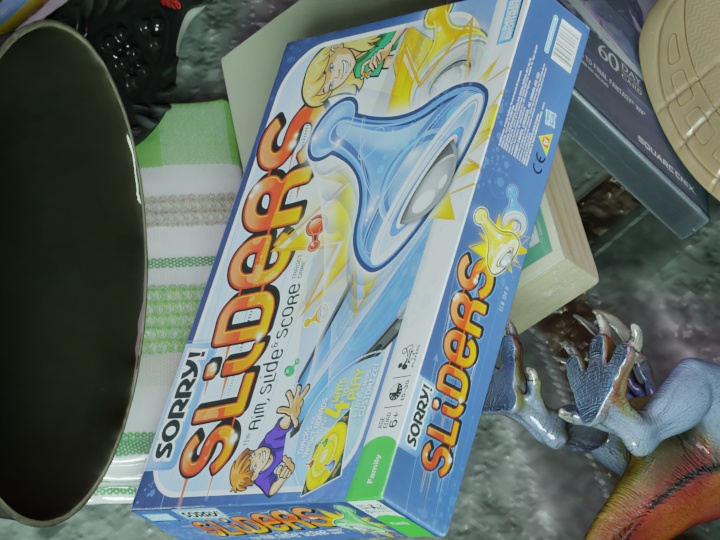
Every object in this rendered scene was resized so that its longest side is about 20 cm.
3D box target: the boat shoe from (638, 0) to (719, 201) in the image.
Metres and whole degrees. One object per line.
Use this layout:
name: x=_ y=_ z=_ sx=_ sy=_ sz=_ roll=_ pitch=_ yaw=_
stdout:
boat shoe: x=0.185 y=-0.036 z=1.042 sx=0.072 sy=0.065 sz=0.200 roll=-47 pitch=60 yaw=10

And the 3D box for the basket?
basket: x=-0.196 y=0.006 z=0.956 sx=0.199 sy=0.136 sz=0.181 roll=-4 pitch=67 yaw=23

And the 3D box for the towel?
towel: x=-0.115 y=0.011 z=1.058 sx=0.149 sy=0.031 sz=0.200 roll=-1 pitch=48 yaw=-6

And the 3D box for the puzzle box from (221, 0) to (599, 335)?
puzzle box: x=0.014 y=-0.042 z=1.052 sx=0.133 sy=0.025 sz=0.200 roll=-33 pitch=48 yaw=25

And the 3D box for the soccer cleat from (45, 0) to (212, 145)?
soccer cleat: x=-0.112 y=-0.103 z=1.119 sx=0.073 sy=0.068 sz=0.200 roll=-13 pitch=33 yaw=32

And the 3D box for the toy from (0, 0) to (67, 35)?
toy: x=-0.124 y=-0.140 z=1.059 sx=0.047 sy=0.200 sz=0.115 roll=48 pitch=46 yaw=-20

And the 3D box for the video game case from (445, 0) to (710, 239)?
video game case: x=0.087 y=-0.119 z=1.093 sx=0.143 sy=0.019 sz=0.200 roll=41 pitch=30 yaw=-26

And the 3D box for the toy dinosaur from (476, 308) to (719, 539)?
toy dinosaur: x=0.119 y=0.062 z=0.955 sx=0.181 sy=0.105 sz=0.201 roll=23 pitch=58 yaw=-38

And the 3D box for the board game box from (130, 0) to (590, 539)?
board game box: x=0.000 y=0.000 z=0.956 sx=0.135 sy=0.034 sz=0.201 roll=-9 pitch=56 yaw=46
